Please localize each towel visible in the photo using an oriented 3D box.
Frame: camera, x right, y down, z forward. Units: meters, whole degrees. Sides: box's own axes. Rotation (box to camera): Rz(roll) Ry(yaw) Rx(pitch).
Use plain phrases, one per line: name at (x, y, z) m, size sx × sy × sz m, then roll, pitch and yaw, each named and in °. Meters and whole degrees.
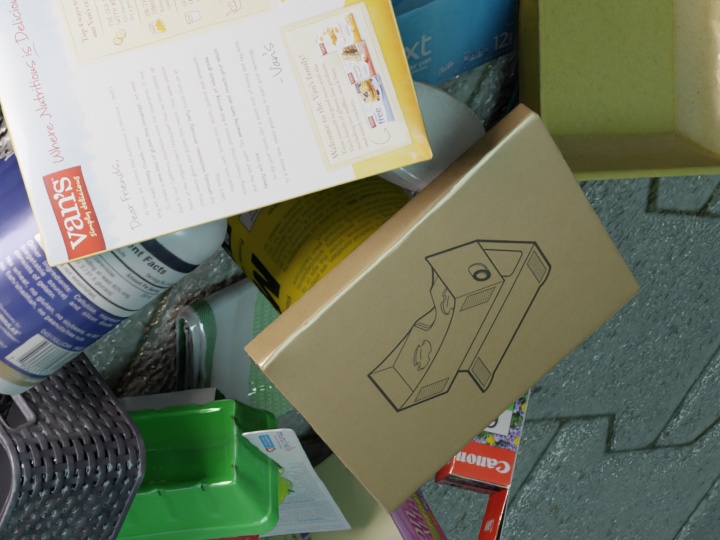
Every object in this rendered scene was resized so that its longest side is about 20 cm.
towel at (-0.041, 0.049, 1.216) m, size 0.200 × 0.031 × 0.149 m, roll -23°, pitch 142°, yaw -27°

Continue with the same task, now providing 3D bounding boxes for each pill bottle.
pill bottle at (-0.144, -0.031, 0.925) m, size 0.200 × 0.111 × 0.111 m, roll -36°, pitch 147°, yaw 11°
pill bottle at (0.000, 0.000, 1.053) m, size 0.114 × 0.200 × 0.114 m, roll -26°, pitch 142°, yaw -22°

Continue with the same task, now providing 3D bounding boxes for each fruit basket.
fruit basket at (-0.114, 0.152, 1.178) m, size 0.185 × 0.094 × 0.200 m, roll -8°, pitch 158°, yaw 9°

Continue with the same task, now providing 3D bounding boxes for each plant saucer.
plant saucer at (0.165, -0.159, 1.086) m, size 0.200 × 0.048 × 0.201 m, roll -5°, pitch 95°, yaw -41°

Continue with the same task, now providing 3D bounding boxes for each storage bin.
storage bin at (-0.226, 0.144, 1.038) m, size 0.094 × 0.135 × 0.200 m, roll -2°, pitch 129°, yaw -43°

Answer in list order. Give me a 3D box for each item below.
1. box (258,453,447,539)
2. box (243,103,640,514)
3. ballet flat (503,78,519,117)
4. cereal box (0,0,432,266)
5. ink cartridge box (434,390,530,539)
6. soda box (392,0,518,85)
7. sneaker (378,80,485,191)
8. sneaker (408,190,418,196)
box at (-0.022, 0.267, 1.315) m, size 0.200 × 0.176 × 0.097 m, roll -39°, pitch 147°, yaw 13°
box at (0.051, 0.026, 0.942) m, size 0.200 × 0.021 × 0.164 m, roll -41°, pitch 133°, yaw -4°
ballet flat at (0.142, -0.143, 1.156) m, size 0.073 × 0.073 × 0.200 m, roll -21°, pitch 140°, yaw -28°
cereal box at (-0.078, -0.097, 0.843) m, size 0.199 × 0.144 × 0.040 m, roll -15°, pitch -176°, yaw -1°
ink cartridge box at (0.090, 0.130, 1.291) m, size 0.109 × 0.050 × 0.201 m, roll 109°, pitch -6°, yaw -79°
soda box at (-0.002, -0.140, 1.020) m, size 0.200 × 0.064 × 0.068 m, roll -26°, pitch 141°, yaw -23°
sneaker at (-0.029, -0.104, 0.924) m, size 0.200 × 0.088 × 0.075 m, roll 39°, pitch 75°, yaw -18°
sneaker at (0.076, -0.053, 1.176) m, size 0.081 × 0.075 × 0.200 m, roll -37°, pitch 128°, yaw 24°
